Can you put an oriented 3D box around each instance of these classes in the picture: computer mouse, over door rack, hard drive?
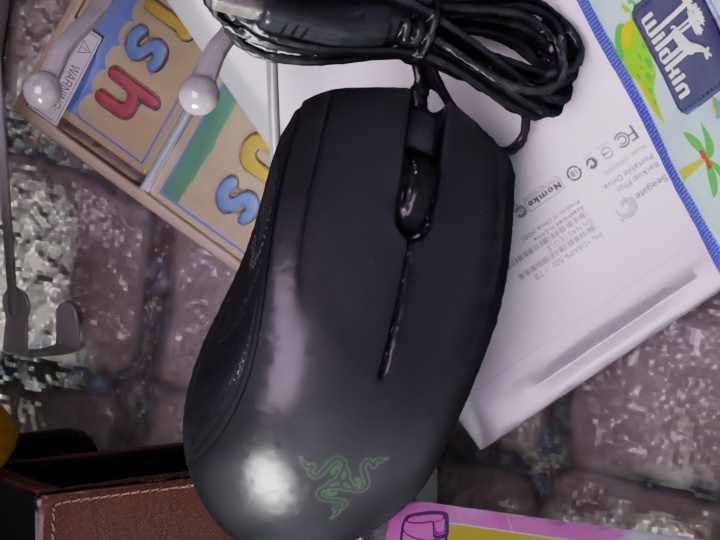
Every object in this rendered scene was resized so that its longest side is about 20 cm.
[{"bbox_3d":[0.000,0.000,0.686,0.138,0.053,0.201,12,94,-24],"label":"computer mouse"},{"bbox_3d":[-0.090,-0.046,0.757,0.147,0.067,0.201,6,115,34],"label":"over door rack"},{"bbox_3d":[0.039,-0.055,0.752,0.132,0.027,0.200,-35,90,17],"label":"hard drive"}]

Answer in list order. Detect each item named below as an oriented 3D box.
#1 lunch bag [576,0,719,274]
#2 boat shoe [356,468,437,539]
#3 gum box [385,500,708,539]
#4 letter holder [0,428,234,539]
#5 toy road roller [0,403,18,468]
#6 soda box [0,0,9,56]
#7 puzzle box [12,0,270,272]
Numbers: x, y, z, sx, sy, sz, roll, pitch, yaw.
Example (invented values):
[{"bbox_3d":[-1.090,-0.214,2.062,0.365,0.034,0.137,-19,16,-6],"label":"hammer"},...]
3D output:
[{"bbox_3d":[0.136,-0.082,0.641,0.127,0.200,0.170,-28,85,15],"label":"lunch bag"},{"bbox_3d":[-0.015,0.143,0.758,0.070,0.071,0.202,0,90,41],"label":"boat shoe"},{"bbox_3d":[0.091,0.140,0.670,0.200,0.066,0.114,1,80,47],"label":"gum box"},{"bbox_3d":[-0.087,0.166,0.811,0.100,0.142,0.201,10,100,51],"label":"letter holder"},{"bbox_3d":[-0.213,0.045,0.733,0.200,0.123,0.146,-46,69,5],"label":"toy road roller"},{"bbox_3d":[-0.241,-0.113,0.853,0.199,0.064,0.068,13,99,18],"label":"soda box"},{"bbox_3d":[-0.031,-0.107,0.796,0.133,0.025,0.200,34,105,14],"label":"puzzle box"}]
